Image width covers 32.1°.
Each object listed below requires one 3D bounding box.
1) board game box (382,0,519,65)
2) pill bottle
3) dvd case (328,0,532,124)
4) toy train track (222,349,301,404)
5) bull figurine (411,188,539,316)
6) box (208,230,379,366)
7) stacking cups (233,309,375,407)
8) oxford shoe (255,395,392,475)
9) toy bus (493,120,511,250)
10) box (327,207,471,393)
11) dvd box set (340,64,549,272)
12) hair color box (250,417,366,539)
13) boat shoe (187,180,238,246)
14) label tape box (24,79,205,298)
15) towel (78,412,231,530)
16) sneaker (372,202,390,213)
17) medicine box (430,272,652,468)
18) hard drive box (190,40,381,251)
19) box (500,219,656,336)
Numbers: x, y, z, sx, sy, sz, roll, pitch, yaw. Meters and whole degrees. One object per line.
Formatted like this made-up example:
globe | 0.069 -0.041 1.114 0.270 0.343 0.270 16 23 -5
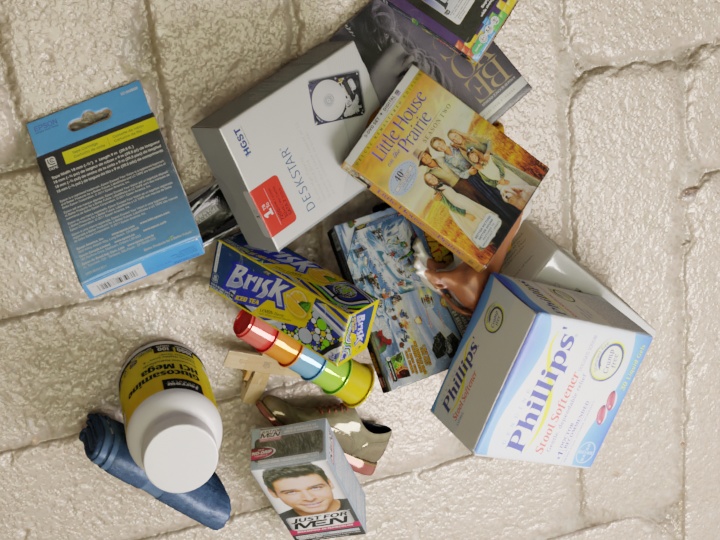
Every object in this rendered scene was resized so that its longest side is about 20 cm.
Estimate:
board game box | 0.118 -0.360 1.398 0.164 0.057 0.201 34 98 1
pill bottle | -0.221 0.172 1.462 0.110 0.200 0.114 -6 112 -14
dvd case | 0.081 -0.238 1.446 0.148 0.016 0.201 -40 91 2
toy train track | -0.105 0.072 1.542 0.113 0.033 0.202 12 114 -32
bull figurine | 0.134 -0.051 1.452 0.120 0.065 0.203 23 74 -9
box | -0.079 0.027 1.441 0.064 0.198 0.071 -25 136 -52
stacking cups | -0.067 0.099 1.523 0.199 0.061 0.061 36 98 -35
oxford shoe | -0.045 0.192 1.598 0.199 0.070 0.075 29 98 -34
toy bus | 0.136 -0.119 1.525 0.077 0.065 0.203 -11 113 -12
box | 0.057 0.025 1.469 0.135 0.040 0.203 -18 86 -18
dvd box set | 0.097 -0.116 1.408 0.199 0.029 0.147 37 74 -2
hair color box | -0.062 0.267 1.564 0.097 0.061 0.201 -10 140 10
boat shoe | -0.140 -0.091 1.456 0.198 0.068 0.072 -34 116 -2
label tape box | -0.275 -0.091 1.407 0.142 0.063 0.203 -21 75 -6
towel | -0.248 0.244 1.531 0.199 0.112 0.049 35 89 -24
sneaker | 0.000 0.000 1.523 0.087 0.074 0.201 40 82 -11
medicine box | 0.210 0.119 1.449 0.198 0.103 0.185 11 109 -37
hard drive box | -0.068 -0.142 1.412 0.199 0.076 0.157 -37 115 -24
box | 0.227 0.077 1.591 0.198 0.131 0.201 35 99 -24
